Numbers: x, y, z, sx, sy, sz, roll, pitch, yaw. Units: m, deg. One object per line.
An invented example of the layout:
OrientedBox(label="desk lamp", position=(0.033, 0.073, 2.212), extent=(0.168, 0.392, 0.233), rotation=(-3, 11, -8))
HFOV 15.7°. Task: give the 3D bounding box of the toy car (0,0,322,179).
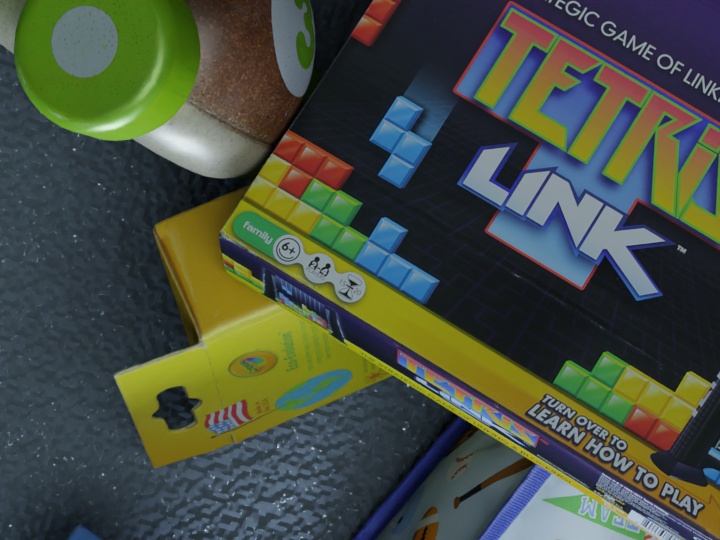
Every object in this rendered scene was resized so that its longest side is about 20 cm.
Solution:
OrientedBox(label="toy car", position=(-0.051, -0.148, 0.874), extent=(0.158, 0.164, 0.200), rotation=(36, 97, 15))

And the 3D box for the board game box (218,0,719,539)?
OrientedBox(label="board game box", position=(0.079, -0.022, 0.880), extent=(0.199, 0.057, 0.166), rotation=(31, 79, 7))

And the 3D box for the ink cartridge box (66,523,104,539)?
OrientedBox(label="ink cartridge box", position=(-0.064, 0.210, 0.972), extent=(0.200, 0.076, 0.137), rotation=(33, 65, 9))

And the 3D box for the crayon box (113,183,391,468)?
OrientedBox(label="crayon box", position=(0.000, 0.000, 0.969), extent=(0.199, 0.127, 0.051), rotation=(-23, 71, -7))

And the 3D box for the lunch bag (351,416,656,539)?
OrientedBox(label="lunch bag", position=(0.106, 0.116, 1.029), extent=(0.170, 0.124, 0.200), rotation=(35, 104, -19))
